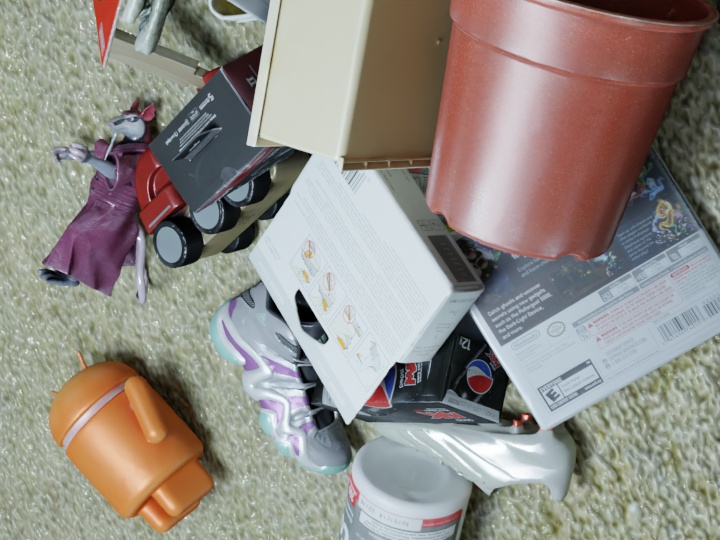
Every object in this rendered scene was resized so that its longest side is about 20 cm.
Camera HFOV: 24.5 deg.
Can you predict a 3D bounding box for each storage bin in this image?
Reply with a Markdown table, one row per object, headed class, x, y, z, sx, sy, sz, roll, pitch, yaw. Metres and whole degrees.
| class | x | y | z | sx | sy | sz | roll | pitch | yaw |
| --- | --- | --- | --- | --- | --- | --- | --- | --- | --- |
| storage bin | 0.027 | -0.186 | 1.281 | 0.094 | 0.198 | 0.201 | 20 | 107 | 36 |

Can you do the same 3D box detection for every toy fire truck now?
| class | x | y | z | sx | sy | sz | roll | pitch | yaw |
| --- | --- | --- | --- | --- | --- | --- | --- | --- | --- |
| toy fire truck | -0.162 | -0.123 | 1.535 | 0.176 | 0.129 | 0.200 | -39 | 75 | 41 |

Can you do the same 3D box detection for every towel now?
| class | x | y | z | sx | sy | sz | roll | pitch | yaw |
| --- | --- | --- | --- | --- | --- | --- | --- | --- | --- |
| towel | -0.152 | -0.303 | 1.390 | 0.034 | 0.193 | 0.200 | 17 | 125 | -5 |

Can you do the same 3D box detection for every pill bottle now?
| class | x | y | z | sx | sy | sz | roll | pitch | yaw |
| --- | --- | --- | --- | --- | --- | --- | --- | --- | --- |
| pill bottle | 0.034 | 0.266 | 1.575 | 0.114 | 0.114 | 0.200 | 26 | 124 | 24 |

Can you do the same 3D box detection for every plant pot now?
| class | x | y | z | sx | sy | sz | roll | pitch | yaw |
| --- | --- | --- | --- | --- | --- | --- | --- | --- | --- |
| plant pot | 0.142 | -0.123 | 1.232 | 0.200 | 0.201 | 0.196 | 24 | 114 | 25 |

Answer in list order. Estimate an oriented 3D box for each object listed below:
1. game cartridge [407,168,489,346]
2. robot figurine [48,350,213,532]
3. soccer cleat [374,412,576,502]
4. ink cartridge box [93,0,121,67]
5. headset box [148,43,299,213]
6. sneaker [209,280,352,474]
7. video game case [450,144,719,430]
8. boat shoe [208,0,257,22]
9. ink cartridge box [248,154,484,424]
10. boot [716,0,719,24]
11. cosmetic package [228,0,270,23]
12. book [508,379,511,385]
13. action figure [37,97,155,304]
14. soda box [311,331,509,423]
| class | x | y | z | sx | sy | sz | roll | pitch | yaw |
| --- | --- | --- | --- | --- | --- | --- | --- | --- | --- |
| game cartridge | 0.079 | -0.040 | 1.404 | 0.133 | 0.041 | 0.201 | 8 | 100 | 18 |
| robot figurine | -0.244 | 0.176 | 1.732 | 0.200 | 0.117 | 0.144 | 46 | 174 | 9 |
| soccer cleat | 0.100 | 0.164 | 1.507 | 0.200 | 0.069 | 0.078 | 6 | 100 | 30 |
| ink cartridge box | -0.231 | -0.306 | 1.448 | 0.200 | 0.043 | 0.174 | -106 | 31 | -46 |
| headset box | -0.073 | -0.137 | 1.385 | 0.077 | 0.200 | 0.149 | 55 | 143 | 2 |
| sneaker | -0.049 | 0.091 | 1.574 | 0.200 | 0.078 | 0.140 | 52 | 132 | 3 |
| video game case | 0.187 | 0.006 | 1.349 | 0.200 | 0.023 | 0.182 | -32 | 92 | 16 |
| boat shoe | -0.055 | -0.255 | 1.405 | 0.202 | 0.086 | 0.075 | -10 | 106 | 39 |
| ink cartridge box | 0.000 | 0.000 | 1.398 | 0.200 | 0.043 | 0.174 | 58 | 132 | 29 |
| boot | 0.344 | -0.149 | 1.183 | 0.200 | 0.066 | 0.165 | 27 | 117 | 19 |
| cosmetic package | -0.058 | -0.305 | 1.316 | 0.071 | 0.101 | 0.200 | 39 | 96 | 14 |
| book | 0.059 | 0.010 | 1.484 | 0.200 | 0.048 | 0.134 | 25 | 125 | 20 |
| action figure | -0.235 | -0.070 | 1.614 | 0.149 | 0.134 | 0.200 | 24 | 102 | -16 |
| soda box | 0.042 | 0.096 | 1.452 | 0.200 | 0.071 | 0.063 | -8 | 65 | 55 |
